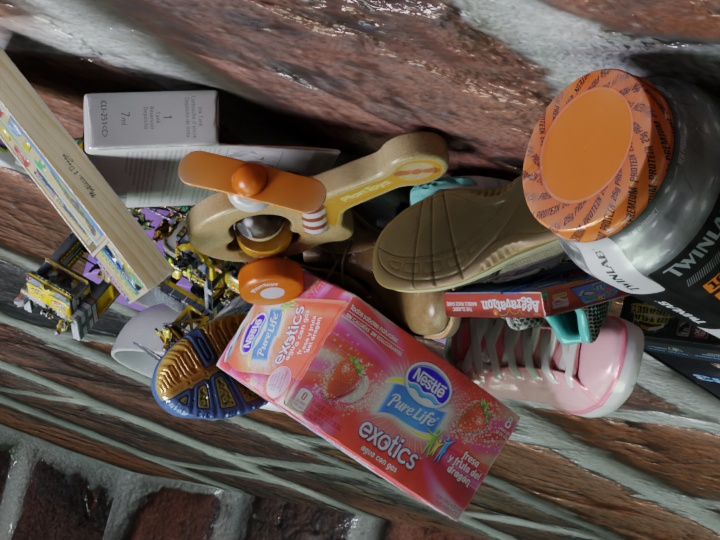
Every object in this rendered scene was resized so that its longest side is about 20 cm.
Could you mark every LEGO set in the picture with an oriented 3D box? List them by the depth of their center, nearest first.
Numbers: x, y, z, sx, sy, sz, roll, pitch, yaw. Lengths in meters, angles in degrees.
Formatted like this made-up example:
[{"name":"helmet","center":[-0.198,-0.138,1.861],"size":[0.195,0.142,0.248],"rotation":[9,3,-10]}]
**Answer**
[{"name":"LEGO set","center":[-0.192,0.003,1.716],"size":[0.200,0.116,0.154],"rotation":[33,151,11]}]

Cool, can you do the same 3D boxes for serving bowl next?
[{"name":"serving bowl","center":[-0.116,0.070,1.921],"size":[0.199,0.066,0.200],"rotation":[15,168,3]}]

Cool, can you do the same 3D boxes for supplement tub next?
[{"name":"supplement tub","center":[0.193,-0.034,1.241],"size":[0.200,0.123,0.122],"rotation":[23,166,-37]}]

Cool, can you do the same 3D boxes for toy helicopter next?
[{"name":"toy helicopter","center":[-0.033,-0.055,1.481],"size":[0.199,0.079,0.132],"rotation":[-21,150,26]}]

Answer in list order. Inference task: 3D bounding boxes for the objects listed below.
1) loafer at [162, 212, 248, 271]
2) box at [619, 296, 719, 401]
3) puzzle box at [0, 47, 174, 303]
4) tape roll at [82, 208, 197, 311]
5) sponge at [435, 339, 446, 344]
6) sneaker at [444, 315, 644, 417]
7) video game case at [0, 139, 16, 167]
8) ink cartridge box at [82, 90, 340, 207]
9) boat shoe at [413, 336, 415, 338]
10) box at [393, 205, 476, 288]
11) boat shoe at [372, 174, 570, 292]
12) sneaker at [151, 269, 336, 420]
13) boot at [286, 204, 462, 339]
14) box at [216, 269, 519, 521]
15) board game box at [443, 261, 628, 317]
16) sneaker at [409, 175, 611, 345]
[{"name":"loafer","center":[-0.080,-0.030,1.741],"size":[0.199,0.070,0.070],"rotation":[-2,156,30]},{"name":"box","center":[0.336,0.069,1.730],"size":[0.199,0.050,0.198],"rotation":[7,165,36]},{"name":"puzzle box","center":[-0.208,-0.065,1.535],"size":[0.200,0.025,0.133],"rotation":[52,168,-3]},{"name":"tape roll","center":[-0.148,0.004,1.974],"size":[0.199,0.066,0.200],"rotation":[14,167,3]},{"name":"sponge","center":[0.067,0.035,1.936],"size":[0.200,0.030,0.111],"rotation":[23,165,-37]},{"name":"sneaker","center":[0.130,0.065,1.658],"size":[0.104,0.076,0.200],"rotation":[15,172,-22]},{"name":"video game case","center":[-0.386,-0.138,1.657],"size":[0.199,0.046,0.181],"rotation":[9,166,28]},{"name":"ink cartridge box","center":[-0.113,-0.084,1.572],"size":[0.175,0.045,0.200],"rotation":[-1,170,-8]},{"name":"boat shoe","center":[-0.002,0.035,1.758],"size":[0.060,0.072,0.202],"rotation":[15,-157,-22]},{"name":"box","center":[0.107,0.010,1.734],"size":[0.159,0.050,0.200],"rotation":[11,168,7]},{"name":"boat shoe","center":[0.099,-0.021,1.449],"size":[0.199,0.074,0.065],"rotation":[-15,152,36]},{"name":"sneaker","center":[-0.089,0.060,1.653],"size":[0.200,0.076,0.088],"rotation":[-29,-170,-38]},{"name":"boot","center":[0.000,0.000,1.573],"size":[0.075,0.074,0.200],"rotation":[-1,-160,-35]},{"name":"box","center":[0.007,0.089,1.597],"size":[0.200,0.095,0.103],"rotation":[37,172,-36]},{"name":"board game box","center":[0.165,0.005,1.479],"size":[0.199,0.020,0.103],"rotation":[-13,-175,-35]},{"name":"sneaker","center":[0.114,-0.005,1.545],"size":[0.200,0.092,0.077],"rotation":[23,163,-33]}]
